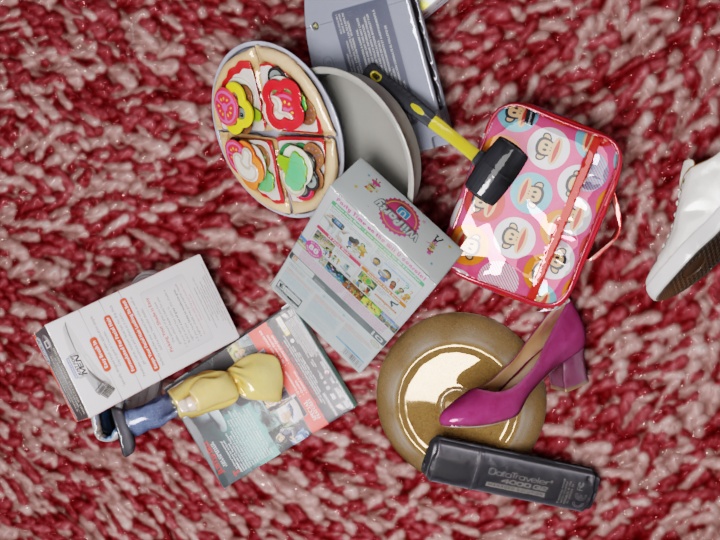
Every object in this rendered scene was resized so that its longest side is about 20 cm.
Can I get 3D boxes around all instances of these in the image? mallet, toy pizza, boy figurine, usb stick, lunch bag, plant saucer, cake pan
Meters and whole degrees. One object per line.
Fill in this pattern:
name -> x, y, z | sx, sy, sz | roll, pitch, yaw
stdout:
mallet -> 0.087, -0.157, 0.966 | 0.066, 0.041, 0.200 | -45, 77, 12
toy pizza -> -0.099, -0.149, 1.030 | 0.199, 0.032, 0.202 | 23, 128, 32
boy figurine -> -0.184, 0.150, 1.075 | 0.198, 0.124, 0.065 | -17, 84, -18
usb stick -> 0.166, 0.226, 1.041 | 0.197, 0.033, 0.056 | 13, 107, -7
lunch bag -> 0.193, -0.065, 1.009 | 0.174, 0.082, 0.202 | 21, 100, 4
plant saucer -> 0.112, 0.151, 1.069 | 0.197, 0.035, 0.203 | 1, 97, 12
cake pan -> -0.012, -0.125, 1.014 | 0.199, 0.037, 0.202 | 25, 130, 33

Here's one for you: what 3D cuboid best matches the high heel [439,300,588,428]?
high heel -> 0.159, 0.100, 1.000 | 0.198, 0.067, 0.098 | -17, 99, -31

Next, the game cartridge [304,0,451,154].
game cartridge -> 0.014, -0.222, 1.015 | 0.132, 0.042, 0.202 | -6, 112, 29

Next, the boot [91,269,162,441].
boot -> -0.271, 0.104, 1.114 | 0.073, 0.096, 0.203 | 9, 98, 10

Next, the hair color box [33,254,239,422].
hair color box -> -0.250, 0.074, 1.061 | 0.064, 0.199, 0.112 | -24, 93, 55

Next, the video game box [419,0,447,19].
video game box -> 0.040, -0.379, 1.020 | 0.181, 0.047, 0.201 | -36, 88, 16

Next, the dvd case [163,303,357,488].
dvd case -> -0.122, 0.151, 1.127 | 0.199, 0.022, 0.147 | -34, 89, 12

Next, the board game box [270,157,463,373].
board game box -> 0.000, 0.000, 1.008 | 0.147, 0.064, 0.200 | 43, 141, 4

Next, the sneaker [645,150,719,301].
sneaker -> 0.357, -0.062, 0.988 | 0.085, 0.072, 0.201 | 48, 112, 35
